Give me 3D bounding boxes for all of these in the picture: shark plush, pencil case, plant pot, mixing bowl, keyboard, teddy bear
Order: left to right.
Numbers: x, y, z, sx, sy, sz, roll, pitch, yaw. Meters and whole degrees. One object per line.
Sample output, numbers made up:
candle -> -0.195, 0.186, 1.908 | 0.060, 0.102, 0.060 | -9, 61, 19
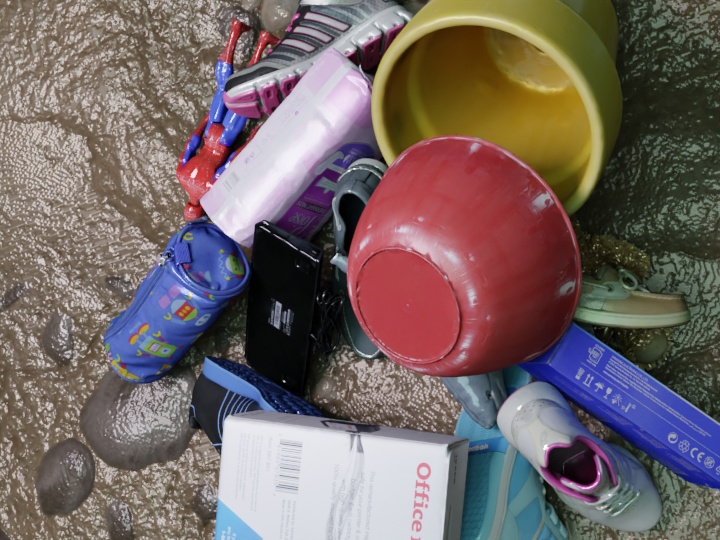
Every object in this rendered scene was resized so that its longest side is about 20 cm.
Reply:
pencil case -> -0.181, 0.033, 1.207 | 0.200, 0.086, 0.079 | -45, 40, 44
keyboard -> -0.058, 0.039, 1.191 | 0.103, 0.040, 0.201 | 31, 140, 19
shark plush -> 0.061, 0.047, 1.112 | 0.200, 0.084, 0.090 | 48, 142, -14
mixing bowl -> 0.064, 0.007, 0.991 | 0.198, 0.108, 0.203 | 16, 121, 28
plant pot -> 0.134, -0.164, 1.063 | 0.198, 0.189, 0.203 | 16, 131, 19
teddy bear -> 0.196, 0.020, 1.141 | 0.199, 0.067, 0.146 | 38, 106, 5

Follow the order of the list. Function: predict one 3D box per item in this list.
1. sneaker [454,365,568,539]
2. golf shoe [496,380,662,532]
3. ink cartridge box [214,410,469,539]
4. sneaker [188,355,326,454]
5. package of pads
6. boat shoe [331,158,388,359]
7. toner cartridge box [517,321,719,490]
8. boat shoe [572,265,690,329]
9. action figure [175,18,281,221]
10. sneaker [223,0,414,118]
sneaker -> 0.145, 0.192, 1.154 | 0.079, 0.130, 0.202 | -9, 51, 47
golf shoe -> 0.198, 0.180, 1.083 | 0.199, 0.092, 0.075 | 38, 100, -26
ink cartridge box -> -0.016, 0.203, 1.062 | 0.197, 0.084, 0.148 | 5, 90, 18
sneaker -> -0.098, 0.150, 1.203 | 0.199, 0.070, 0.079 | 26, 99, 51
package of pads -> -0.048, -0.106, 1.183 | 0.200, 0.120, 0.076 | -48, 66, 12
boat shoe -> 0.000, 0.000, 1.172 | 0.072, 0.062, 0.203 | 7, 116, 15
toner cartridge box -> 0.232, 0.115, 1.071 | 0.199, 0.095, 0.043 | 34, 82, -8
boat shoe -> 0.182, 0.010, 1.071 | 0.198, 0.073, 0.064 | 8, 92, 15
action figure -> -0.135, -0.143, 1.252 | 0.065, 0.052, 0.202 | 25, 98, 20
sneaker -> -0.048, -0.219, 1.202 | 0.198, 0.074, 0.088 | -28, 73, -1
